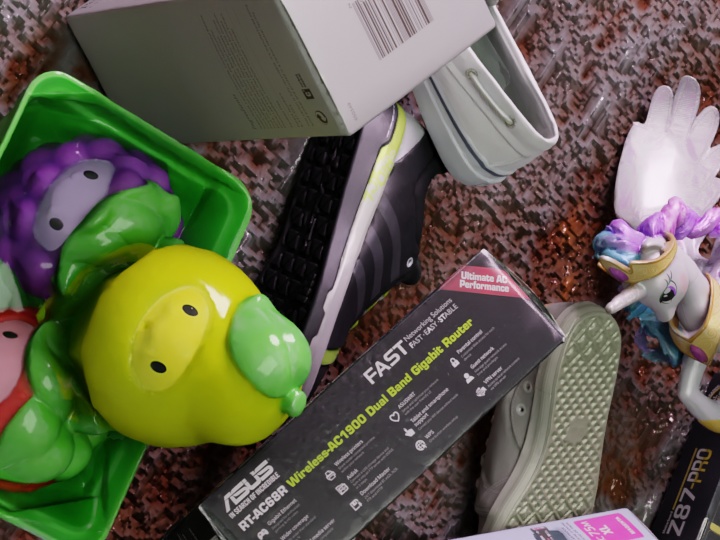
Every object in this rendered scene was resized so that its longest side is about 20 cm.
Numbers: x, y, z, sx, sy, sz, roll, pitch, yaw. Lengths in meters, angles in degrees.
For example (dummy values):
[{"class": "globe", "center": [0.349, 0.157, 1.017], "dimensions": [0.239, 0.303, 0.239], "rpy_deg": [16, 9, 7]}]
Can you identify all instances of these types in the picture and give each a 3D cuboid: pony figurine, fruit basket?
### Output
[{"class": "pony figurine", "center": [0.221, -0.005, 1.285], "dimensions": [0.200, 0.166, 0.193], "rpy_deg": [46, 60, -32]}, {"class": "fruit basket", "center": [-0.124, 0.025, 1.042], "dimensions": [0.155, 0.216, 0.216], "rpy_deg": [31, 75, -29]}]

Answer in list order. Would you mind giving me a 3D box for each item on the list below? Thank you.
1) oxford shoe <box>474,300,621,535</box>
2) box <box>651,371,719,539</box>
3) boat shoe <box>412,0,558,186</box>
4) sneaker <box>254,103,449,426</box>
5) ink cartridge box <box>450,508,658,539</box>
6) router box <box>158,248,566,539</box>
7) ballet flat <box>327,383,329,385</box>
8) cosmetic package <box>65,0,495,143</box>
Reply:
[{"class": "oxford shoe", "center": [0.098, 0.109, 1.281], "dimensions": [0.075, 0.058, 0.200], "rpy_deg": [3, 105, -42]}, {"class": "box", "center": [0.274, 0.178, 1.400], "dimensions": [0.200, 0.049, 0.161], "rpy_deg": [32, 72, -30]}, {"class": "boat shoe", "center": [0.048, -0.146, 1.208], "dimensions": [0.200, 0.067, 0.074], "rpy_deg": [61, 38, -8]}, {"class": "sneaker", "center": [0.000, 0.000, 1.200], "dimensions": [0.083, 0.072, 0.200], "rpy_deg": [29, 76, -32]}, {"class": "ink cartridge box", "center": [0.067, 0.203, 1.243], "dimensions": [0.200, 0.042, 0.119], "rpy_deg": [-4, 121, -31]}, {"class": "router box", "center": [-0.006, 0.089, 1.092], "dimensions": [0.200, 0.150, 0.062], "rpy_deg": [-41, 87, -23]}, {"class": "ballet flat", "center": [-0.022, 0.116, 1.198], "dimensions": [0.200, 0.072, 0.072], "rpy_deg": [-42, 113, -23]}, {"class": "cosmetic package", "center": [-0.043, -0.121, 1.091], "dimensions": [0.108, 0.200, 0.085], "rpy_deg": [-39, 113, -29]}]
